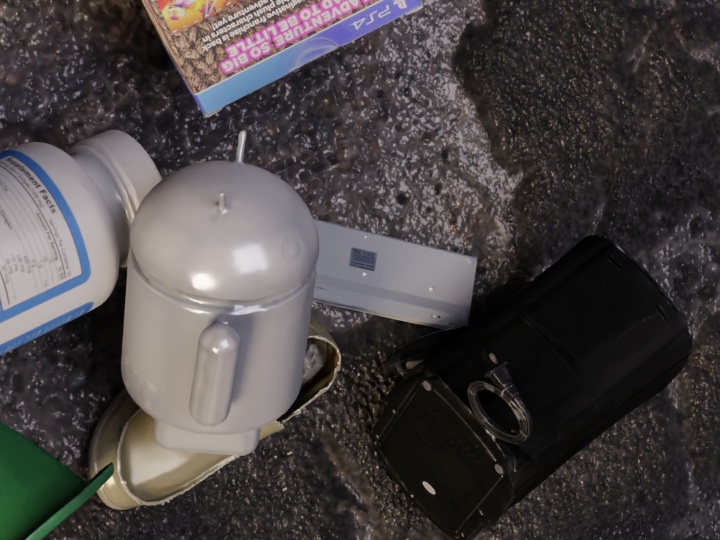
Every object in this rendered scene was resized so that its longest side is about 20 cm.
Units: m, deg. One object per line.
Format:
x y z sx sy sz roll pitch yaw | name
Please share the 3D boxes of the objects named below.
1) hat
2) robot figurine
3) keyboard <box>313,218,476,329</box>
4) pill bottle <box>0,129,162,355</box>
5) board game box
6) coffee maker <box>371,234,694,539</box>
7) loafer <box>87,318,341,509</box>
-0.257 0.103 1.279 0.176 0.200 0.166 48 37 -1 | hat
-0.085 0.018 1.317 0.112 0.170 0.201 3 125 -8 | robot figurine
0.000 0.000 1.532 0.199 0.011 0.057 13 77 -34 | keyboard
-0.216 -0.011 1.321 0.199 0.112 0.113 -27 104 -32 | pill bottle
-0.076 -0.228 1.364 0.159 0.097 0.201 -27 124 -5 | board game box
0.132 0.077 1.508 0.200 0.192 0.135 -36 100 -31 | coffee maker
-0.092 0.086 1.429 0.200 0.068 0.076 -38 109 -29 | loafer
